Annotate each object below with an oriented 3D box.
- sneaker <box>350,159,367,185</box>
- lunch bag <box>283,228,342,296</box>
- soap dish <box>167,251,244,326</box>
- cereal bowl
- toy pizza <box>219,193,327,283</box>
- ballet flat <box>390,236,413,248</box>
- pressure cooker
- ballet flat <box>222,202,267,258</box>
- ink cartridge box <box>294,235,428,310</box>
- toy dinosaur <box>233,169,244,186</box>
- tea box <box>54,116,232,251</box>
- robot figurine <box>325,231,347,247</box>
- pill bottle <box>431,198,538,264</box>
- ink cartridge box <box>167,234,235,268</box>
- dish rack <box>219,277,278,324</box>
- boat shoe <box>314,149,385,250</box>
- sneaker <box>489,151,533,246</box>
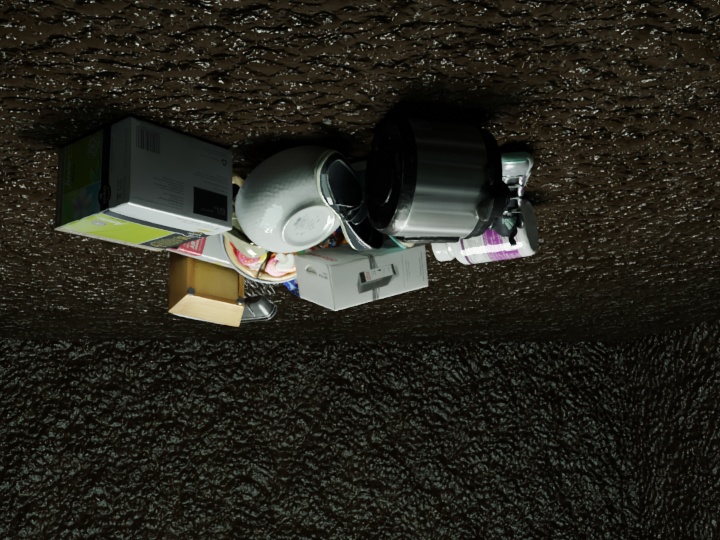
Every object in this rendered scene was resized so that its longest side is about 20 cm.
[{"bbox_3d":[0.077,-0.125,1.386,0.197,0.123,0.084,-5,167,12],"label":"sneaker"},{"bbox_3d":[-0.093,-0.015,1.780,0.094,0.151,0.200,37,172,0],"label":"lunch bag"},{"bbox_3d":[-0.306,0.001,1.693,0.156,0.203,0.081,15,148,-33],"label":"soap dish"},{"bbox_3d":[-0.098,-0.099,1.356,0.198,0.084,0.201,-20,147,-14],"label":"cereal bowl"},{"bbox_3d":[-0.153,-0.065,1.506,0.197,0.203,0.032,1,-156,-15],"label":"toy pizza"},{"bbox_3d":[0.026,-0.120,1.466,0.199,0.076,0.068,35,-171,15],"label":"ballet flat"},{"bbox_3d":[0.122,-0.133,1.240,0.197,0.179,0.179,1,160,-20],"label":"pressure cooker"},{"bbox_3d":[-0.231,-0.098,1.428,0.199,0.070,0.069,38,153,-17],"label":"ballet flat"},{"bbox_3d":[0.000,0.000,1.504,0.198,0.084,0.146,-14,-165,-27],"label":"ink cartridge box"},{"bbox_3d":[-0.136,-0.132,1.411,0.197,0.059,0.102,0,135,3],"label":"toy dinosaur"},{"bbox_3d":[-0.332,-0.124,1.292,0.195,0.136,0.199,-13,163,37],"label":"tea box"},{"bbox_3d":[-0.013,-0.051,1.615,0.143,0.203,0.058,-1,-157,-27],"label":"robot figurine"},{"bbox_3d":[0.245,-0.073,1.671,0.197,0.114,0.112,-8,167,26],"label":"pill bottle"},{"bbox_3d":[-0.265,-0.055,1.587,0.198,0.085,0.145,16,175,-30],"label":"ink cartridge box"},{"bbox_3d":[-0.231,0.015,1.799,0.151,0.202,0.055,-7,139,29],"label":"dish rack"},{"bbox_3d":[-0.012,-0.106,1.310,0.062,0.075,0.201,22,149,41],"label":"boat shoe"},{"bbox_3d":[0.254,-0.113,1.424,0.076,0.142,0.200,-3,168,4],"label":"sneaker"}]
